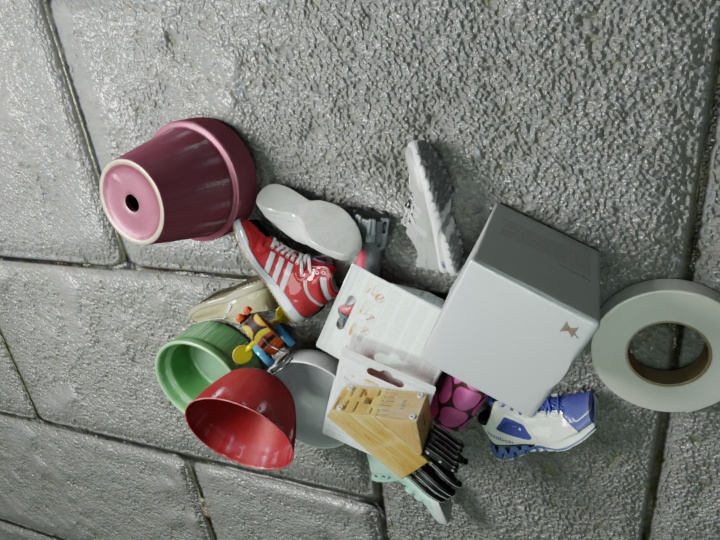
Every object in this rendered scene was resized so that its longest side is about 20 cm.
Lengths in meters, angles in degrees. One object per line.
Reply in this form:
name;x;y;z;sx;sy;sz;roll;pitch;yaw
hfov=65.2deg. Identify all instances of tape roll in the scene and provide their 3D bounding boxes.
tape roll;0.430;0.109;0.792;0.200;0.037;0.205;10;119;19

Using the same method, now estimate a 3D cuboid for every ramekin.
ramekin;-0.295;0.199;1.118;0.198;0.098;0.202;10;120;18

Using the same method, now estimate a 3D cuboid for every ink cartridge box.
ink cartridge box;0.049;0.096;0.892;0.198;0.047;0.161;27;110;7
ink cartridge box;0.031;0.219;0.919;0.161;0.057;0.202;21;120;12

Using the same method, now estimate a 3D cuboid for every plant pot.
plant pot;-0.291;-0.127;0.881;0.198;0.179;0.202;10;115;23

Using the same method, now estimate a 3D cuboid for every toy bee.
toy bee;-0.162;0.103;0.971;0.109;0.131;0.200;48;152;-7

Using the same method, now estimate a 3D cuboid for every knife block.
knife block;0.061;0.272;0.868;0.198;0.064;0.177;1;118;23

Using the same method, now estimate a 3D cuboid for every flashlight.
flashlight;0.000;0.000;0.908;0.067;0.068;0.202;-7;119;-23

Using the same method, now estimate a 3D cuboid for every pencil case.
pencil case;0.172;0.166;0.905;0.094;0.090;0.201;49;132;32

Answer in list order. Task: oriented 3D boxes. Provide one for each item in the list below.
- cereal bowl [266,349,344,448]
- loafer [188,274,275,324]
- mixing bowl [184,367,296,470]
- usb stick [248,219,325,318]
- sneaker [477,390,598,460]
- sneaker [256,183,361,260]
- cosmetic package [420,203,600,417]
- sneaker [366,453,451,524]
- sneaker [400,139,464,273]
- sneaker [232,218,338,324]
cereal bowl;-0.081;0.227;1.049;0.198;0.083;0.202;11;120;19
loafer;-0.235;0.067;1.036;0.198;0.076;0.069;-20;101;30
mixing bowl;-0.188;0.242;0.976;0.198;0.109;0.202;12;134;12
usb stick;-0.139;-0.002;0.983;0.055;0.033;0.201;-34;100;33
sneaker;0.266;0.227;0.900;0.199;0.081;0.115;-31;103;35
sneaker;-0.074;-0.065;0.894;0.199;0.075;0.089;32;156;26
cosmetic package;0.206;0.044;0.756;0.165;0.200;0.169;27;123;8
sneaker;0.089;0.395;1.068;0.117;0.074;0.202;-27;94;26
sneaker;0.088;-0.085;0.815;0.081;0.075;0.202;-3;111;32
sneaker;-0.113;-0.019;0.918;0.112;0.071;0.201;-30;110;10
